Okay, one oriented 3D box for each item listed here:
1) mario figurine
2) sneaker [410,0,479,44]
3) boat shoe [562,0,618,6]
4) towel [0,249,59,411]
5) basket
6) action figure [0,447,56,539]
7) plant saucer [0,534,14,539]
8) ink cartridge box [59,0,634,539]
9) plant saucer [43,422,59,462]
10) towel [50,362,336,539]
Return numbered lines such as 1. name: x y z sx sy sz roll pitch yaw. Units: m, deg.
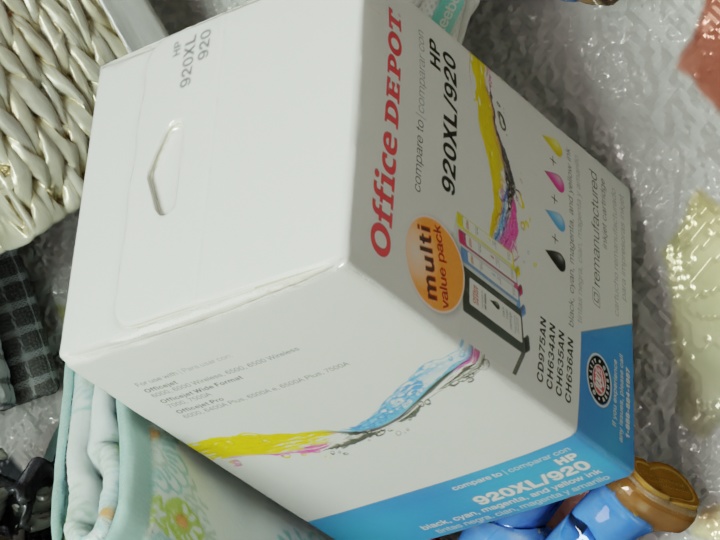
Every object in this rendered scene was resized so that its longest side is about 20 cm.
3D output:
1. mario figurine: 0.062 0.143 1.221 0.200 0.106 0.124 -48 29 19
2. sneaker: 0.039 -0.135 1.160 0.200 0.075 0.089 -47 30 36
3. boat shoe: 0.140 -0.188 1.108 0.072 0.072 0.200 34 114 21
4. towel: -0.257 0.013 1.378 0.200 0.086 0.166 -18 90 30
5. basket: -0.187 -0.105 1.245 0.135 0.123 0.200 -18 109 47
6. action figure: -0.187 0.115 1.270 0.200 0.102 0.119 35 126 0
7. plant saucer: -0.196 0.166 1.232 0.200 0.200 0.037 -29 41 31
8. ink cartridge box: 0.000 0.000 1.122 0.144 0.200 0.148 -20 52 32
9. plant saucer: -0.089 0.141 1.319 0.200 0.039 0.202 5 99 31
10. towel: -0.056 0.099 1.162 0.048 0.200 0.171 -34 122 24
